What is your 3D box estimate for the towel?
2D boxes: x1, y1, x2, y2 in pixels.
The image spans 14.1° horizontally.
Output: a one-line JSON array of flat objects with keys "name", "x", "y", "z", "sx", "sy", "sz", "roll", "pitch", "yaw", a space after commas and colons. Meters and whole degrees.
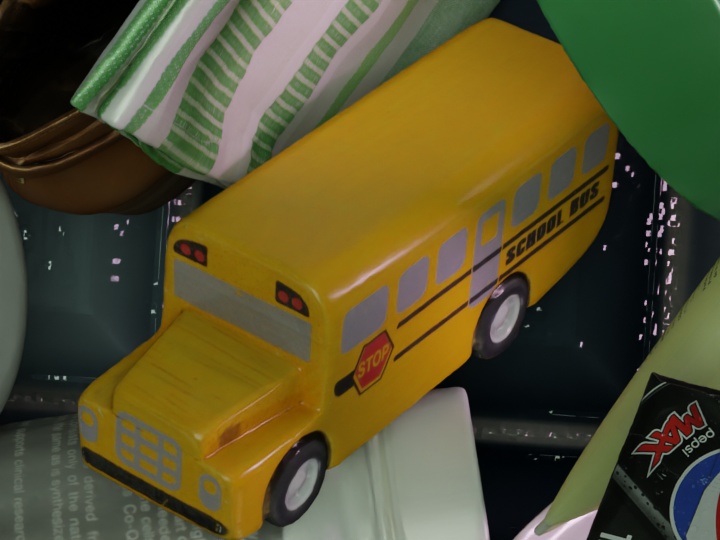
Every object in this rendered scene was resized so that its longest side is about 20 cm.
[{"name": "towel", "x": -0.004, "y": -0.084, "z": 0.886, "sx": 0.023, "sy": 0.200, "sz": 0.153, "roll": 37, "pitch": 93, "yaw": 20}]

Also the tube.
[{"name": "tube", "x": 0.123, "y": 0.009, "z": 0.822, "sx": 0.058, "sy": 0.052, "sz": 0.200, "roll": 18, "pitch": 135, "yaw": -20}]

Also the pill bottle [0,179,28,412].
[{"name": "pill bottle", "x": -0.214, "y": 0.010, "z": 0.918, "sx": 0.200, "sy": 0.109, "sz": 0.109, "roll": -2, "pitch": 91, "yaw": 24}]

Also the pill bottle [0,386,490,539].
[{"name": "pill bottle", "x": -0.057, "y": 0.098, "z": 0.931, "sx": 0.200, "sy": 0.114, "sz": 0.114, "roll": -9, "pitch": 90, "yaw": 2}]

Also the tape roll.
[{"name": "tape roll", "x": 0.101, "y": -0.113, "z": 0.880, "sx": 0.048, "sy": 0.200, "sz": 0.200, "roll": -26, "pitch": 90, "yaw": 26}]

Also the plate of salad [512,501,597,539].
[{"name": "plate of salad", "x": 0.089, "y": 0.160, "z": 0.924, "sx": 0.200, "sy": 0.048, "sz": 0.200, "roll": 1, "pitch": 88, "yaw": -39}]

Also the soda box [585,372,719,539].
[{"name": "soda box", "x": 0.122, "y": 0.104, "z": 0.828, "sx": 0.063, "sy": 0.200, "sz": 0.071, "roll": 15, "pitch": 70, "yaw": 26}]

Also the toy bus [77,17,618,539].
[{"name": "toy bus", "x": 0.000, "y": 0.000, "z": 0.892, "sx": 0.065, "sy": 0.200, "sz": 0.078, "roll": 27, "pitch": 131, "yaw": 27}]

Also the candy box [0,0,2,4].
[{"name": "candy box", "x": -0.113, "y": -0.213, "z": 0.948, "sx": 0.169, "sy": 0.077, "sz": 0.200, "roll": 41, "pitch": 93, "yaw": 2}]

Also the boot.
[{"name": "boot", "x": -0.046, "y": -0.102, "z": 0.904, "sx": 0.200, "sy": 0.155, "sz": 0.077, "roll": -45, "pitch": 79, "yaw": 3}]
